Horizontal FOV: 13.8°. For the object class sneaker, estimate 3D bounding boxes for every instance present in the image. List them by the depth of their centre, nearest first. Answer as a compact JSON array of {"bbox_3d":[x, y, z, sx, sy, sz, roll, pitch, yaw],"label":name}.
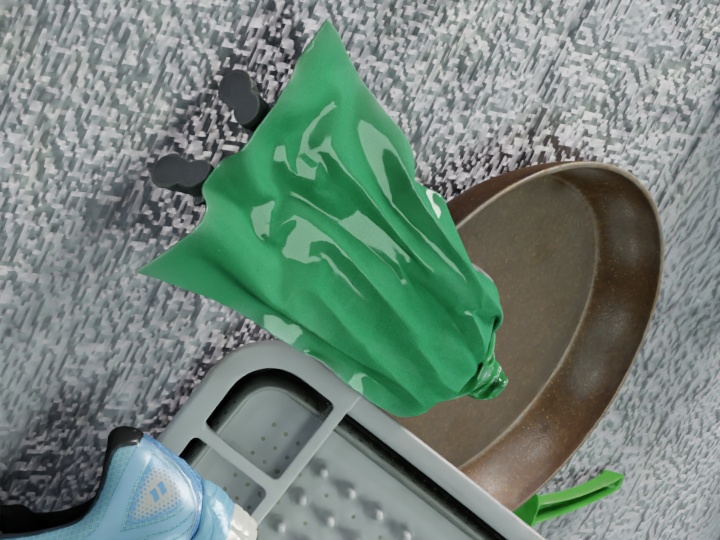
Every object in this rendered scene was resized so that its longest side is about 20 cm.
[{"bbox_3d":[-0.139,0.134,1.156,0.200,0.090,0.078,-39,-172,3],"label":"sneaker"}]

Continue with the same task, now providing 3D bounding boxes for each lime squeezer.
[{"bbox_3d":[0.086,0.137,1.383,0.038,0.070,0.200,-56,-171,21],"label":"lime squeezer"}]

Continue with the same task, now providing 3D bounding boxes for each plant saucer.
[{"bbox_3d":[0.053,0.033,1.310,0.200,0.034,0.201,-29,139,-29],"label":"plant saucer"}]

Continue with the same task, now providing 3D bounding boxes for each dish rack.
[{"bbox_3d":[-0.018,0.145,1.226,0.172,0.200,0.044,-52,-175,-1],"label":"dish rack"}]

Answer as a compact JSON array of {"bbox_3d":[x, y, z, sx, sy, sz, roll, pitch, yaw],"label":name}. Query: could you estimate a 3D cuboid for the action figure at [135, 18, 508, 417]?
[{"bbox_3d":[0.000,0.000,1.174,0.118,0.055,0.200,-49,131,-3],"label":"action figure"}]
